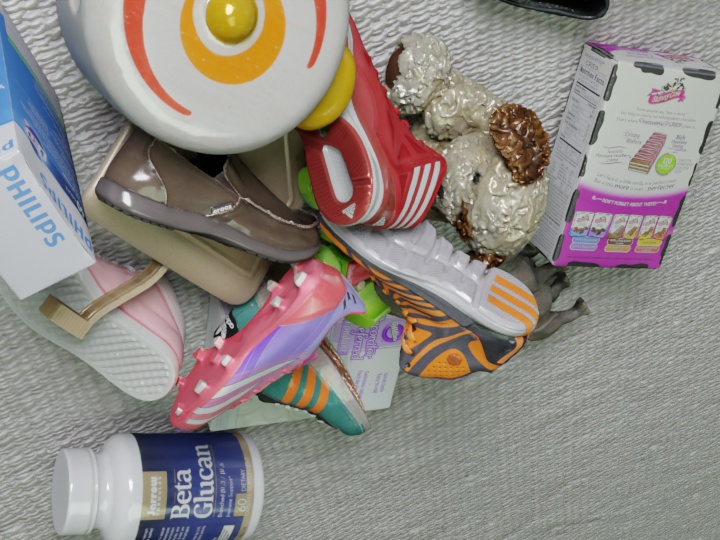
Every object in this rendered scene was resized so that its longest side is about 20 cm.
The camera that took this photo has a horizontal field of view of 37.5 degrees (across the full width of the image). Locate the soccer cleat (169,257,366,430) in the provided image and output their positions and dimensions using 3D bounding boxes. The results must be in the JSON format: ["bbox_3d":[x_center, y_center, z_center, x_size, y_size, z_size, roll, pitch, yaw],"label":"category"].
[{"bbox_3d":[-0.082,0.073,0.889,0.076,0.067,0.200,36,107,-26],"label":"soccer cleat"}]

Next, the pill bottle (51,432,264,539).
[{"bbox_3d":[-0.206,0.221,1.076,0.197,0.112,0.112,4,128,-28],"label":"pill bottle"}]

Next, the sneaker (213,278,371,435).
[{"bbox_3d":[-0.062,0.095,0.985,0.079,0.072,0.201,-32,126,5],"label":"sneaker"}]

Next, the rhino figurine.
[{"bbox_3d":[0.167,0.003,1.094,0.087,0.060,0.201,-34,134,3],"label":"rhino figurine"}]

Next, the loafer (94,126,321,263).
[{"bbox_3d":[-0.101,-0.057,0.806,0.198,0.073,0.072,16,97,-45],"label":"loafer"}]

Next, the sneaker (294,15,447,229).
[{"bbox_3d":[0.002,-0.119,0.832,0.078,0.204,0.115,-22,158,34],"label":"sneaker"}]

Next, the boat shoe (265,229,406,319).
[{"bbox_3d":[0.000,0.000,1.003,0.196,0.065,0.073,12,107,-9],"label":"boat shoe"}]

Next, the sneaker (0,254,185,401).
[{"bbox_3d":[-0.231,0.019,0.922,0.200,0.105,0.075,43,110,-13],"label":"sneaker"}]

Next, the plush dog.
[{"bbox_3d":[0.100,-0.083,0.903,0.158,0.173,0.202,-4,131,-22],"label":"plush dog"}]

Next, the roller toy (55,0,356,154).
[{"bbox_3d":[-0.104,-0.175,0.713,0.180,0.140,0.203,-24,117,-18],"label":"roller toy"}]

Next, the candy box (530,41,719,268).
[{"bbox_3d":[0.250,-0.105,1.010,0.134,0.061,0.203,2,117,-26],"label":"candy box"}]

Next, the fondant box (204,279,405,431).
[{"bbox_3d":[-0.055,0.079,1.059,0.196,0.059,0.146,-5,131,-22],"label":"fondant box"}]

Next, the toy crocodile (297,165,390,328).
[{"bbox_3d":[-0.009,-0.044,0.902,0.067,0.061,0.203,-25,126,-37],"label":"toy crocodile"}]

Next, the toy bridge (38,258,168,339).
[{"bbox_3d":[-0.175,-0.032,0.860,0.067,0.027,0.202,42,76,-41],"label":"toy bridge"}]

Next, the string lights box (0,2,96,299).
[{"bbox_3d":[-0.239,-0.090,0.717,0.058,0.201,0.104,-24,135,-2],"label":"string lights box"}]

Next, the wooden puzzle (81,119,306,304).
[{"bbox_3d":[-0.112,-0.094,0.858,0.184,0.037,0.202,35,85,-43],"label":"wooden puzzle"}]

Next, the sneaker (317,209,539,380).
[{"bbox_3d":[0.038,0.024,0.864,0.198,0.078,0.113,34,133,3],"label":"sneaker"}]

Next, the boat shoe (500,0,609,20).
[{"bbox_3d":[0.122,-0.242,0.838,0.197,0.067,0.074,12,144,-36],"label":"boat shoe"}]
